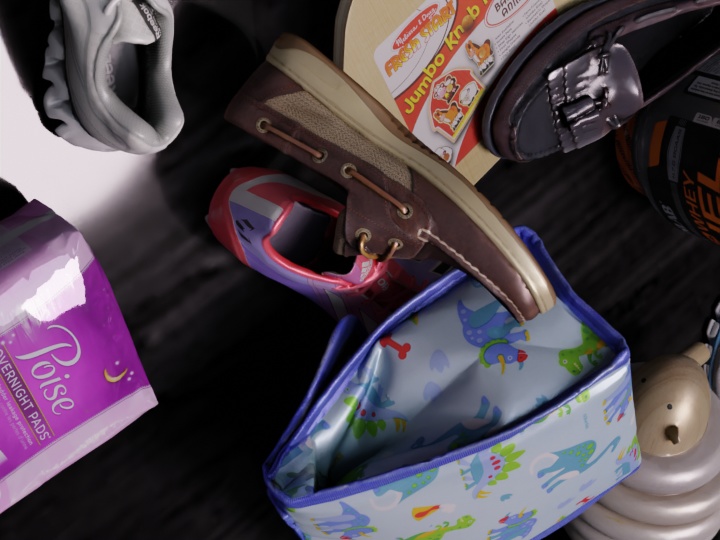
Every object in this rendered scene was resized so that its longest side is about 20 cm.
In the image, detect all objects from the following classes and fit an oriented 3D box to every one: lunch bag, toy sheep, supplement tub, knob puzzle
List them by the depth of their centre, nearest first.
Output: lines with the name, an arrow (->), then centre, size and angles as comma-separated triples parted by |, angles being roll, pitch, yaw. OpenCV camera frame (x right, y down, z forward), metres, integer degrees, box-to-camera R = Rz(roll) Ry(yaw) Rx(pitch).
lunch bag -> 0.048, 0.096, 0.962 | 0.200, 0.128, 0.170 | -35, 149, -7
knob puzzle -> 0.049, -0.146, 0.967 | 0.219, 0.030, 0.221 | -22, 126, -34
supplement tub -> 0.255, -0.067, 1.035 | 0.122, 0.200, 0.123 | -10, 111, -29
toy sheep -> 0.187, 0.128, 1.102 | 0.137, 0.138, 0.201 | -24, 140, -25

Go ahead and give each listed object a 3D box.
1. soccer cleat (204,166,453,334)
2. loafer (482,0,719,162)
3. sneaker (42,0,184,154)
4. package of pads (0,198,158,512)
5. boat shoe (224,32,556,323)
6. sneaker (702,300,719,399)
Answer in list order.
soccer cleat -> 0.000, 0.000, 0.965 | 0.200, 0.076, 0.067 | 29, 88, -36
loafer -> 0.159, -0.126, 1.014 | 0.200, 0.063, 0.072 | -37, 134, -24
sneaker -> -0.127, -0.151, 0.831 | 0.075, 0.081, 0.201 | -23, 115, -24
package of pads -> -0.209, 0.067, 0.851 | 0.200, 0.076, 0.121 | -34, 124, -20
boat shoe -> 0.013, -0.034, 0.881 | 0.200, 0.072, 0.072 | 43, 90, 3
sneaker -> 0.312, 0.020, 1.173 | 0.075, 0.087, 0.201 | 31, 89, -38
